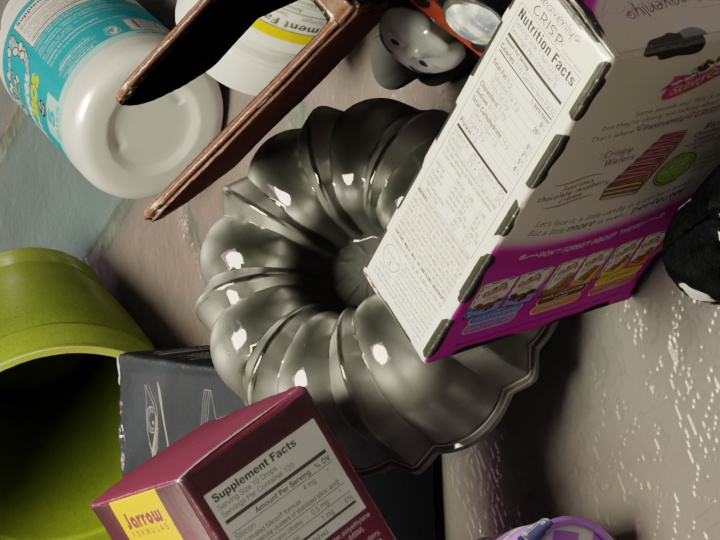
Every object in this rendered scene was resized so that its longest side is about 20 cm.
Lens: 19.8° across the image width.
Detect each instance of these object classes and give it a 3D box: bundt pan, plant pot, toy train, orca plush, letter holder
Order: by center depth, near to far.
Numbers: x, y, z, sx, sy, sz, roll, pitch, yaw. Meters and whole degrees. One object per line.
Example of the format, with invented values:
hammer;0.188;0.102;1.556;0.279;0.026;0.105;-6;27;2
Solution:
orca plush;0.178;-0.015;0.842;0.200;0.071;0.106;12;105;59
toy train;0.073;-0.176;0.928;0.114;0.085;0.201;-24;37;58
letter holder;-0.070;-0.111;0.966;0.101;0.200;0.142;44;102;-2
bundt pan;0.000;0.000;1.049;0.201;0.076;0.203;-10;68;25
plant pot;-0.225;0.085;1.466;0.193;0.199;0.201;-117;35;-54

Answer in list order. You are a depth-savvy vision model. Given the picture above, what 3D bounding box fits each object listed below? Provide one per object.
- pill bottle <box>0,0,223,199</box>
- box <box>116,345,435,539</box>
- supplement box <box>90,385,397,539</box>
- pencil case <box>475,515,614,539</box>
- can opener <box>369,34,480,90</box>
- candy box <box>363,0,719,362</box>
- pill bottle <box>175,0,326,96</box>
pill bottle;-0.181;-0.136;1.414;0.200;0.110;0.111;43;129;51
box;-0.052;0.147;1.220;0.200;0.117;0.198;3;96;61
supplement box;-0.030;0.169;1.006;0.201;0.086;0.110;59;148;-5
pencil case;0.063;0.182;1.056;0.084;0.086;0.200;48;150;-6
can opener;0.069;-0.122;1.037;0.200;0.052;0.067;-16;81;60
candy box;0.099;-0.055;0.904;0.061;0.136;0.200;56;139;24
pill bottle;-0.027;-0.193;1.134;0.200;0.114;0.115;-54;49;48
